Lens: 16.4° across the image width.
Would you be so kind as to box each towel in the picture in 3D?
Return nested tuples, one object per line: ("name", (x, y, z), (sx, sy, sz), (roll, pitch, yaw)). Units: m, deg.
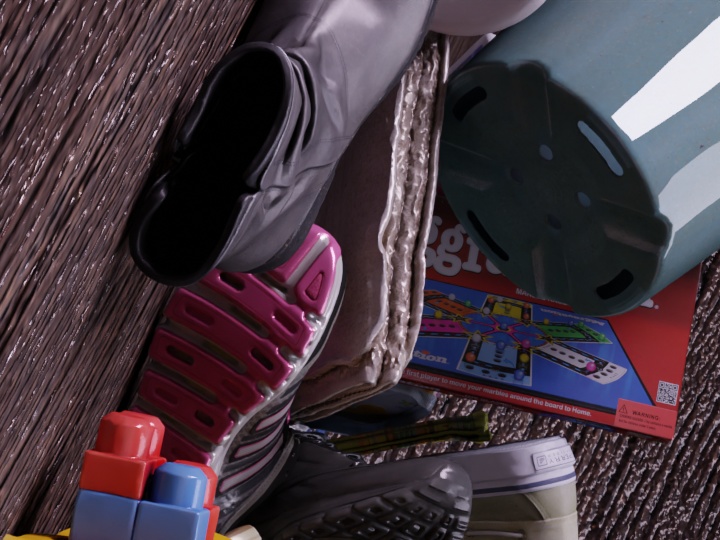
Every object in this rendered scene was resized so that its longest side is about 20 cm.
("towel", (-0.026, 0.108, 1.412), (0.086, 0.200, 0.018), (86, -7, -82))
("towel", (-0.008, -0.024, 1.270), (0.133, 0.034, 0.200), (-28, -130, 55))

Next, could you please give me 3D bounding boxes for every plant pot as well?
("plant pot", (0.153, -0.087, 1.295), (0.196, 0.200, 0.200), (-39, 162, -34))

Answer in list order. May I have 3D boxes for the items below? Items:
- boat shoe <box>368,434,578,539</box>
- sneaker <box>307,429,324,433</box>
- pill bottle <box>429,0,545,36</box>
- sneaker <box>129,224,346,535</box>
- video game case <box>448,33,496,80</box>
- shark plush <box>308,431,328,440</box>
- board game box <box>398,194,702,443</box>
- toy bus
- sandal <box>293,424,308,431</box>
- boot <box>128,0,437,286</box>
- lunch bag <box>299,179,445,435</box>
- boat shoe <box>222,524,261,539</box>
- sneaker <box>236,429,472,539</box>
("boat shoe", (0.038, 0.133, 1.387), (0.200, 0.072, 0.062), (-14, -96, 47))
("sneaker", (-0.047, 0.051, 1.688), (0.078, 0.075, 0.200), (95, 9, -53))
("pill bottle", (0.068, -0.198, 1.270), (0.200, 0.110, 0.110), (-59, 172, -64))
("sneaker", (-0.062, 0.062, 1.220), (0.200, 0.074, 0.087), (-61, 159, 14))
("video game case", (0.044, -0.027, 1.546), (0.182, 0.023, 0.200), (-43, -144, 23))
("shark plush", (-0.034, 0.150, 1.585), (0.083, 0.091, 0.200), (-49, 157, -4))
("board game box", (0.079, 0.021, 1.336), (0.019, 0.200, 0.103), (136, -34, -74))
("toy bus", (-0.100, 0.159, 1.088), (0.200, 0.136, 0.192), (51, 49, -82))
("sandal", (-0.029, 0.055, 1.628), (0.203, 0.082, 0.050), (-34, -179, -25))
("boot", (-0.024, -0.084, 1.027), (0.132, 0.070, 0.200), (-2, 112, -81))
("lunch bag", (0.000, 0.000, 1.436), (0.200, 0.127, 0.170), (137, -23, -76))
("boat shoe", (-0.107, 0.205, 1.215), (0.200, 0.065, 0.072), (-46, 167, 14))
("sneaker", (-0.023, 0.116, 1.267), (0.200, 0.076, 0.091), (-21, -131, 40))
